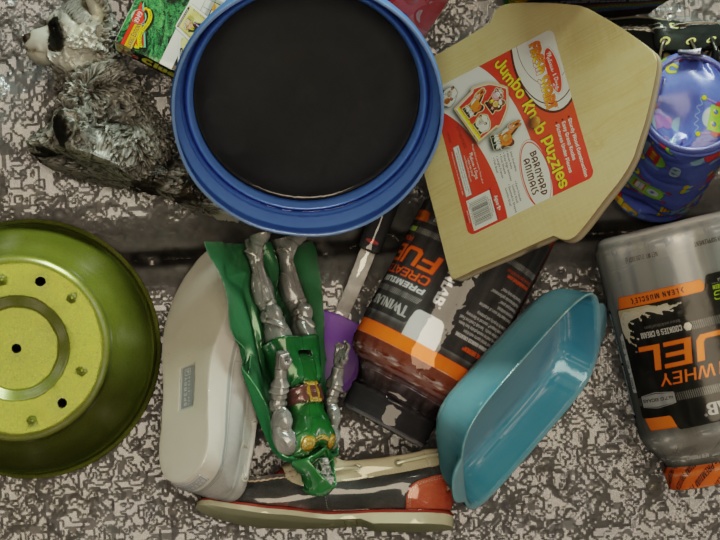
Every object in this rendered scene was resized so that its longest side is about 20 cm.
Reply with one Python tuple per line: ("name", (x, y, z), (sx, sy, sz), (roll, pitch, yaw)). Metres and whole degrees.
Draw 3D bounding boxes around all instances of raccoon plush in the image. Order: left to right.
("raccoon plush", (-0.169, -0.129, 1.736), (0.200, 0.097, 0.134), (24, 74, -27))

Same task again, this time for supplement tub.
("supplement tub", (0.063, 0.031, 1.724), (0.107, 0.107, 0.200), (28, 85, -4))
("supplement tub", (0.259, 0.060, 1.733), (0.122, 0.123, 0.201), (-14, 89, -6))

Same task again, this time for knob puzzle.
("knob puzzle", (0.136, -0.107, 1.654), (0.219, 0.030, 0.220), (-11, 70, 31))

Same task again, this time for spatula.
("spatula", (0.000, 0.000, 1.762), (0.056, 0.021, 0.200), (22, 85, -5))

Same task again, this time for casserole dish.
("casserole dish", (0.117, 0.092, 1.713), (0.039, 0.121, 0.200), (28, 58, 27))

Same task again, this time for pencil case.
("pencil case", (0.233, -0.098, 1.700), (0.087, 0.200, 0.078), (27, 77, 6))

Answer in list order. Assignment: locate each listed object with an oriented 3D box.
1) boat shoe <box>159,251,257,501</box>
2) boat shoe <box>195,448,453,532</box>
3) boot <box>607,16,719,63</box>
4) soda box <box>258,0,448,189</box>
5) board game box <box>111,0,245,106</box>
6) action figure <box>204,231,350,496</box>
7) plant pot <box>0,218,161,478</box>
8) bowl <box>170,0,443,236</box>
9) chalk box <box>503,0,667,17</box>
("boat shoe", (-0.103, 0.079, 1.715), (0.072, 0.068, 0.200), (-23, 52, 31))
("boat shoe", (-0.025, 0.165, 1.729), (0.199, 0.071, 0.063), (1, 77, -1))
("boot", (0.263, -0.164, 1.725), (0.203, 0.154, 0.074), (7, 87, -6))
("soda box", (-0.003, -0.166, 1.700), (0.063, 0.070, 0.200), (27, 112, -18))
("board game box", (-0.097, -0.233, 1.699), (0.105, 0.023, 0.200), (25, 79, -4))
("action figure", (-0.049, 0.071, 1.695), (0.118, 0.055, 0.201), (-3, 78, -44))
("plant pot", (-0.245, 0.057, 1.652), (0.200, 0.193, 0.201), (0, 88, -6))
("bowl", (-0.039, -0.123, 1.658), (0.200, 0.039, 0.201), (-1, 116, -2))
("chalk box", (0.178, -0.263, 1.697), (0.124, 0.200, 0.124), (-4, 88, -6))
